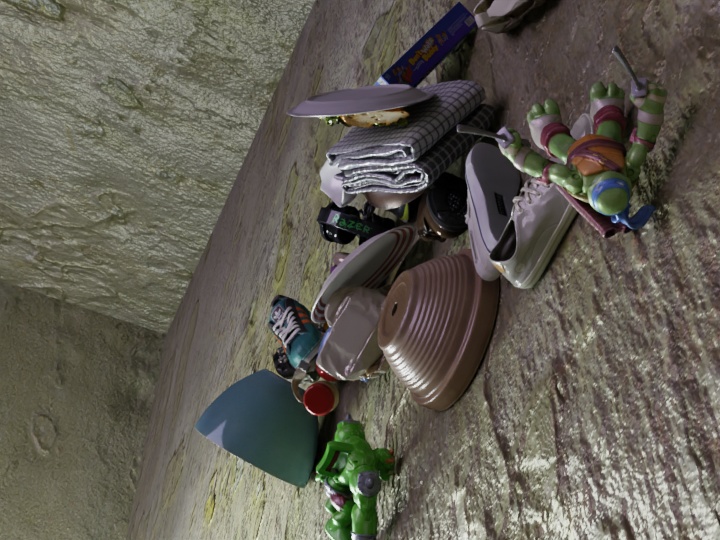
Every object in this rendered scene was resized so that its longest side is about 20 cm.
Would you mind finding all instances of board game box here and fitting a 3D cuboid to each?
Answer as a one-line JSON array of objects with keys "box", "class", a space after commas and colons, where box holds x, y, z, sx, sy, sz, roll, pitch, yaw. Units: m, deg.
[{"box": [0.083, -0.315, 1.771, 0.200, 0.045, 0.134, -47, 3, -27], "class": "board game box"}]

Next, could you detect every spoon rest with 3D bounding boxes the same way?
[{"box": [-0.033, -0.145, 1.795, 0.200, 0.060, 0.100, 147, 120, -87], "class": "spoon rest"}]

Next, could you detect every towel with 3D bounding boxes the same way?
[{"box": [0.067, -0.174, 1.551, 0.166, 0.086, 0.199, -44, 24, -29], "class": "towel"}]

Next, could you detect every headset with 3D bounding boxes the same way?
[{"box": [0.001, -0.079, 1.816, 0.200, 0.123, 0.095, 38, -109, -84], "class": "headset"}]

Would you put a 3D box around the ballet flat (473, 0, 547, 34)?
[{"box": [0.194, -0.356, 1.523, 0.075, 0.068, 0.200, -36, 6, -20], "class": "ballet flat"}]

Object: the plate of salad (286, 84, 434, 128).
[{"box": [0.001, -0.213, 1.514, 0.200, 0.198, 0.048, -128, 28, -73], "class": "plate of salad"}]

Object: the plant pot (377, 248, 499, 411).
[{"box": [0.082, 0.061, 1.382, 0.201, 0.092, 0.202, -160, 90, -74], "class": "plant pot"}]

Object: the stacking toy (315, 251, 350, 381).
[{"box": [-0.028, 0.076, 1.796, 0.085, 0.085, 0.202, -144, 70, -75], "class": "stacking toy"}]

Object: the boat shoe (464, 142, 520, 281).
[{"box": [0.150, -0.069, 1.351, 0.070, 0.070, 0.201, -55, 28, 38], "class": "boat shoe"}]

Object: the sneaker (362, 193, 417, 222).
[{"box": [0.041, -0.125, 1.783, 0.200, 0.080, 0.074, -150, 79, -75], "class": "sneaker"}]

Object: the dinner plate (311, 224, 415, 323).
[{"box": [0.000, 0.000, 1.648, 0.200, 0.024, 0.200, -39, -14, -12], "class": "dinner plate"}]

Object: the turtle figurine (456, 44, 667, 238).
[{"box": [0.204, -0.144, 1.062, 0.144, 0.200, 0.194, -48, 13, 19], "class": "turtle figurine"}]

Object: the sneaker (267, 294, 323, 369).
[{"box": [-0.107, 0.092, 1.760, 0.071, 0.080, 0.200, -49, 15, 5], "class": "sneaker"}]

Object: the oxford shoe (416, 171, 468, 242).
[{"box": [0.111, -0.068, 1.494, 0.200, 0.072, 0.085, -78, 9, -73], "class": "oxford shoe"}]

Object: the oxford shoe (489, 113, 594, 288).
[{"box": [0.195, -0.075, 1.210, 0.075, 0.057, 0.201, -104, 38, -69], "class": "oxford shoe"}]

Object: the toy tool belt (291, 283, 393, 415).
[{"box": [-0.007, 0.112, 1.645, 0.201, 0.124, 0.123, -64, -16, 12], "class": "toy tool belt"}]

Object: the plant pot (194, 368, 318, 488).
[{"box": [-0.144, 0.236, 1.807, 0.135, 0.199, 0.200, -62, 14, -6], "class": "plant pot"}]

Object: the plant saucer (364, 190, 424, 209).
[{"box": [0.068, -0.186, 1.712, 0.200, 0.032, 0.201, -30, 42, 31], "class": "plant saucer"}]

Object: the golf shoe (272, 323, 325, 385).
[{"box": [-0.088, 0.152, 1.875, 0.200, 0.077, 0.089, -48, -47, -72], "class": "golf shoe"}]

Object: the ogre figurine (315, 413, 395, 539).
[{"box": [-0.012, 0.272, 1.451, 0.200, 0.097, 0.121, -76, -1, -64], "class": "ogre figurine"}]
